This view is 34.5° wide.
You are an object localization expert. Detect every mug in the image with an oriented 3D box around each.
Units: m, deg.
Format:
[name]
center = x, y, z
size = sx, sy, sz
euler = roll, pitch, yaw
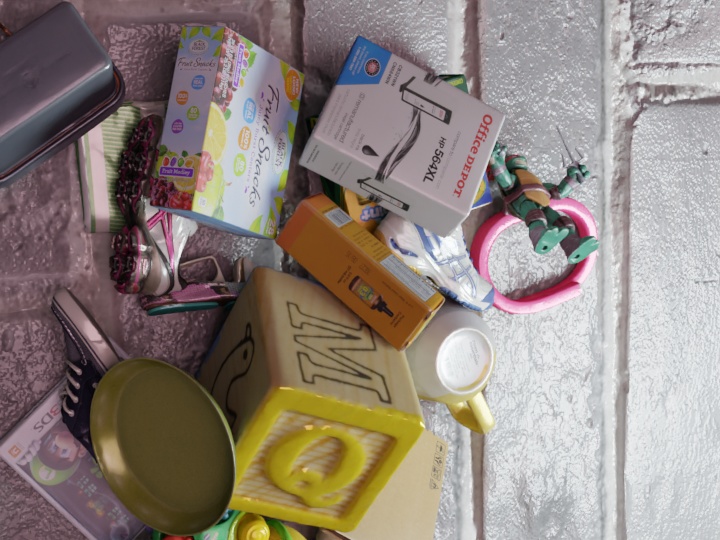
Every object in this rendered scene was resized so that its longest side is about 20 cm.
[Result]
[mug]
center = 0.109, 0.105, 1.462
size = 0.185, 0.153, 0.151
euler = 26, 86, -25

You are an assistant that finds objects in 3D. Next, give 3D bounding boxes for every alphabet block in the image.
[alphabet block]
center = -0.064, 0.149, 1.330
size = 0.194, 0.201, 0.197
euler = 16, 123, -23

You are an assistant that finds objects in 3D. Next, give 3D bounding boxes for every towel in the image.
[towel]
center = -0.230, -0.124, 1.352
size = 0.197, 0.023, 0.155
euler = -8, 101, -24

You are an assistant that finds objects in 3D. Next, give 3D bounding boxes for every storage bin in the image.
[storage bin]
center = -0.351, -0.200, 1.214
size = 0.199, 0.134, 0.146
euler = -37, 96, -16

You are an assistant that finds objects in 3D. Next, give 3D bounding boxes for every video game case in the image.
[video game case]
center = -0.295, 0.210, 1.368
size = 0.182, 0.023, 0.201
euler = -45, 112, -12

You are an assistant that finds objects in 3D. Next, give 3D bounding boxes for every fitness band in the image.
[fitness band]
center = 0.237, -0.021, 1.565
size = 0.198, 0.037, 0.146
euler = -19, 104, -22

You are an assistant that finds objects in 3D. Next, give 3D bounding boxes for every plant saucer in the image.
[plant saucer]
center = -0.207, 0.186, 1.247
size = 0.031, 0.197, 0.203
euler = -27, 111, -57

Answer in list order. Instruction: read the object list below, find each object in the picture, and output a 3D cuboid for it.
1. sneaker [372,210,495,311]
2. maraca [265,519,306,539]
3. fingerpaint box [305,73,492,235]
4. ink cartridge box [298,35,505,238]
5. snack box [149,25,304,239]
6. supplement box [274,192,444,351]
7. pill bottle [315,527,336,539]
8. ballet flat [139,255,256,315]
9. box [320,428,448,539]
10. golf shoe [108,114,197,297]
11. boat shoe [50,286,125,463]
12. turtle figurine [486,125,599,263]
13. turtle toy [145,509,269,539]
[sneaker]
center = 0.109, -0.022, 1.419
size = 0.199, 0.075, 0.089
euler = 32, 94, -36
[maraca]
center = -0.107, 0.388, 1.392
size = 0.105, 0.138, 0.202
euler = 0, 132, -25
[fingerpaint box]
center = 0.051, -0.136, 1.445
size = 0.198, 0.073, 0.169
euler = -19, 105, -20
[ink cartridge box]
center = 0.050, -0.152, 1.335
size = 0.198, 0.084, 0.148
euler = 25, 68, -7
[snack box]
center = -0.145, -0.150, 1.304
size = 0.168, 0.067, 0.203
euler = 20, 79, -60
[supplement box]
center = 0.000, 0.000, 1.343
size = 0.200, 0.069, 0.067
euler = 42, 112, 9
[pill bottle]
center = -0.041, 0.420, 1.463
size = 0.108, 0.109, 0.203
euler = 23, 88, -25
[ballet flat]
center = -0.166, 0.019, 1.382
size = 0.197, 0.069, 0.072
euler = 2, 77, -24
[box]
center = 0.035, 0.270, 1.464
size = 0.163, 0.021, 0.202
euler = 34, 49, -24
[golf shoe]
center = -0.229, -0.072, 1.311
size = 0.091, 0.072, 0.204
euler = 5, 92, -38
[boat shoe]
center = -0.309, 0.123, 1.299
size = 0.092, 0.075, 0.202
euler = -34, 108, -9
[turtle figurine]
center = 0.226, -0.104, 1.491
size = 0.148, 0.202, 0.101
euler = -2, 141, -25
[turtle toy]
center = -0.205, 0.312, 1.353
size = 0.200, 0.145, 0.101
euler = -48, 117, -10
